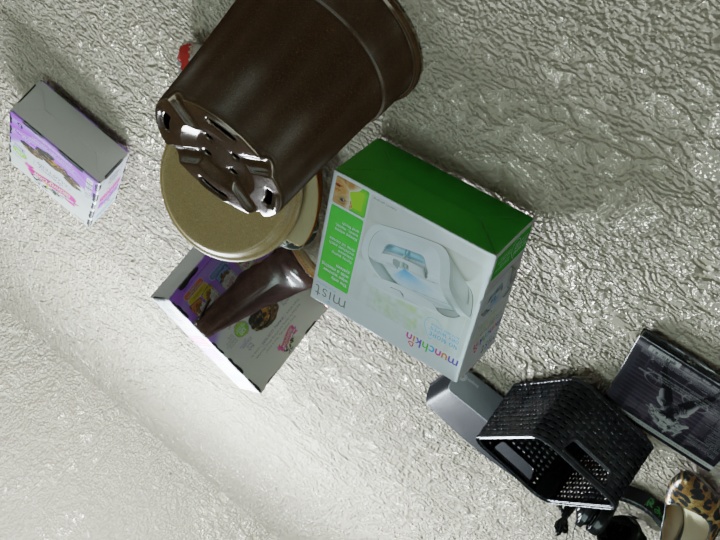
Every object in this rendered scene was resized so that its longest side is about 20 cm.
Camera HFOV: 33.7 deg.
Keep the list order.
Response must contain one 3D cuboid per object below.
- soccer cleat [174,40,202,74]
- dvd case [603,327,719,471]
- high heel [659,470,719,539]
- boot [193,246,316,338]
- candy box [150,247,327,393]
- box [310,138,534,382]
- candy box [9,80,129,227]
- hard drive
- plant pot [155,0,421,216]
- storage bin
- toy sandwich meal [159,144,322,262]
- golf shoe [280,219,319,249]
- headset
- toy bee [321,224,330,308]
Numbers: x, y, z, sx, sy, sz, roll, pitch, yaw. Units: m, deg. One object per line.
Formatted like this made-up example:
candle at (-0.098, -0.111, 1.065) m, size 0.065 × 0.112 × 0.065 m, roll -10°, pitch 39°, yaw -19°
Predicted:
soccer cleat at (-0.139, -0.217, 1.310) m, size 0.068 × 0.085 × 0.200 m, roll 35°, pitch -172°, yaw -41°
dvd case at (0.351, 0.146, 1.311) m, size 0.148 × 0.016 × 0.200 m, roll 33°, pitch 156°, yaw 14°
high heel at (0.386, 0.338, 1.451) m, size 0.071 × 0.143 × 0.201 m, roll 21°, pitch 152°, yaw 34°
boot at (-0.136, 0.036, 1.548) m, size 0.073 × 0.166 × 0.200 m, roll 51°, pitch 169°, yaw -9°
candy box at (-0.170, 0.046, 1.699) m, size 0.200 × 0.168 × 0.071 m, roll 49°, pitch 156°, yaw -23°
box at (0.062, -0.013, 1.274) m, size 0.199 × 0.097 × 0.178 m, roll 30°, pitch 130°, yaw 19°
candy box at (-0.446, -0.172, 1.808) m, size 0.167 × 0.072 × 0.200 m, roll 39°, pitch 156°, yaw -2°
hard drive at (0.185, 0.218, 1.654) m, size 0.200 × 0.042 × 0.135 m, roll 40°, pitch 157°, yaw -2°
plant pot at (-0.078, -0.172, 1.127) m, size 0.199 × 0.199 × 0.201 m, roll 32°, pitch 157°, yaw 15°
storage bin at (0.248, 0.213, 1.469) m, size 0.135 × 0.094 × 0.200 m, roll 42°, pitch 163°, yaw -9°
toy sandwich meal at (-0.138, -0.106, 1.395) m, size 0.204 × 0.206 × 0.070 m, roll 34°, pitch -159°, yaw 10°
golf shoe at (-0.128, -0.110, 1.471) m, size 0.201 × 0.077 × 0.088 m, roll 54°, pitch -177°, yaw -1°
headset at (0.345, 0.339, 1.637) m, size 0.124 × 0.094 × 0.199 m, roll 49°, pitch 140°, yaw -15°
toy bee at (0.000, 0.000, 1.445) m, size 0.130 × 0.109 × 0.200 m, roll 35°, pitch 157°, yaw 2°
